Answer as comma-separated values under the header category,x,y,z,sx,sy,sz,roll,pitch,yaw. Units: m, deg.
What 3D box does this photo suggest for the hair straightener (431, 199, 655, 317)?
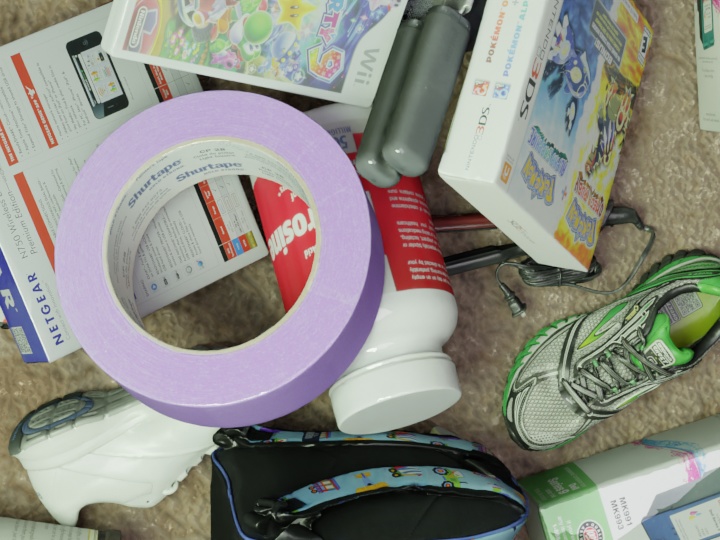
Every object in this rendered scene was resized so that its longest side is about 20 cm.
category,x,y,z,sx,sy,sz,roll,pitch,yaw
hair straightener,0.115,-0.007,1.374,0.198,0.041,0.078,-7,97,-11

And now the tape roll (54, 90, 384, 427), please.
category,x,y,z,sx,sy,sz,roll,pitch,yaw
tape roll,-0.086,-0.007,1.206,0.198,0.066,0.202,-2,74,8

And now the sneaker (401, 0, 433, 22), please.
category,x,y,z,sx,sy,sz,roll,pitch,yaw
sneaker,0.032,-0.172,1.308,0.198,0.076,0.115,20,72,-3

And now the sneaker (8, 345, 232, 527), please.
category,x,y,z,sx,sy,sz,roll,pitch,yaw
sneaker,-0.140,0.113,1.345,0.198,0.075,0.088,-19,110,2

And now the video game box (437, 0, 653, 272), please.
category,x,y,z,sx,sy,sz,roll,pitch,yaw
video game box,0.126,-0.114,1.267,0.046,0.200,0.184,14,81,27

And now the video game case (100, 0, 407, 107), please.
category,x,y,z,sx,sy,sz,roll,pitch,yaw
video game case,-0.051,-0.184,1.187,0.199,0.018,0.144,7,109,-38

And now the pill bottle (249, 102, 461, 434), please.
category,x,y,z,sx,sy,sz,roll,pitch,yaw
pill bottle,0.000,0.000,1.283,0.111,0.112,0.202,-14,72,-5

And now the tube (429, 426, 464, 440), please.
category,x,y,z,sx,sy,sz,roll,pitch,yaw
tube,0.020,0.207,1.380,0.058,0.052,0.201,34,96,32

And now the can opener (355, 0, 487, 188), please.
category,x,y,z,sx,sy,sz,roll,pitch,yaw
can opener,0.056,-0.133,1.218,0.067,0.053,0.201,35,57,-28

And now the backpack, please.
category,x,y,z,sx,sy,sz,roll,pitch,yaw
backpack,0.006,0.180,1.274,0.198,0.183,0.136,-2,107,-13

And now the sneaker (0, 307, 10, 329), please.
category,x,y,z,sx,sy,sz,roll,pitch,yaw
sneaker,-0.279,-0.013,1.311,0.198,0.070,0.094,8,86,-10

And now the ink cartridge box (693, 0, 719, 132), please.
category,x,y,z,sx,sy,sz,roll,pitch,yaw
ink cartridge box,0.296,-0.201,1.354,0.115,0.067,0.202,-4,97,-7

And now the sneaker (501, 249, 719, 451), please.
category,x,y,z,sx,sy,sz,roll,pitch,yaw
sneaker,0.183,0.055,1.360,0.199,0.085,0.078,-38,99,-1

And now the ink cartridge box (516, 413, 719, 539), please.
category,x,y,z,sx,sy,sz,roll,pitch,yaw
ink cartridge box,0.229,0.194,1.380,0.198,0.087,0.147,-17,97,-6

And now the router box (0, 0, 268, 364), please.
category,x,y,z,sx,sy,sz,roll,pitch,yaw
router box,-0.178,-0.066,1.287,0.179,0.049,0.202,-26,100,-29

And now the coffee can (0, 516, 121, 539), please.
category,x,y,z,sx,sy,sz,roll,pitch,yaw
coffee can,-0.268,0.233,1.295,0.198,0.146,0.148,9,95,-7
